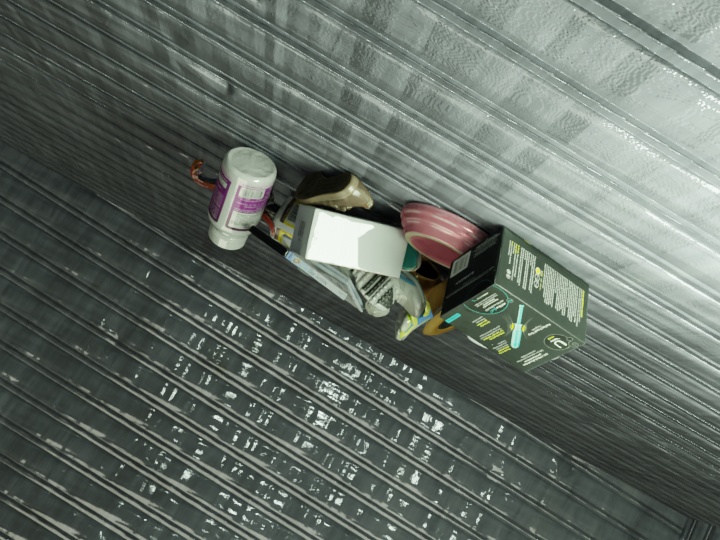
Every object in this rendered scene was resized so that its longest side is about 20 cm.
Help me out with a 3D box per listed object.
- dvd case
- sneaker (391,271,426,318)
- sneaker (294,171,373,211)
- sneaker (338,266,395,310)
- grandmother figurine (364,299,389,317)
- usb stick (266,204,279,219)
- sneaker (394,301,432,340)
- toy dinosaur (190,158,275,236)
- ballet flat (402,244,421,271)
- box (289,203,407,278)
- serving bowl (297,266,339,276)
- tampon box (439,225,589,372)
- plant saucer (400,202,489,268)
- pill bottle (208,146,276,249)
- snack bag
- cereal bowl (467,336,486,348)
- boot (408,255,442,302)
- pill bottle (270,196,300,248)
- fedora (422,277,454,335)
[{"bbox_3d":[-0.125,-0.015,1.535,0.142,0.018,0.200,34,177,46],"label":"dvd case"},{"bbox_3d":[0.069,0.027,1.666,0.201,0.080,0.077,54,151,19],"label":"sneaker"},{"bbox_3d":[-0.054,-0.139,1.450,0.075,0.071,0.199,41,163,-30],"label":"sneaker"},{"bbox_3d":[0.000,0.000,1.618,0.201,0.075,0.081,52,165,2],"label":"sneaker"},{"bbox_3d":[0.022,0.037,1.740,0.121,0.060,0.201,42,-167,-32],"label":"grandmother figurine"},{"bbox_3d":[-0.174,-0.121,1.932,0.198,0.033,0.055,28,168,1],"label":"usb stick"},{"bbox_3d":[0.158,0.109,1.862,0.104,0.076,0.201,16,132,-12],"label":"sneaker"},{"bbox_3d":[-0.278,-0.181,1.649,0.179,0.202,0.105,-2,154,-7],"label":"toy dinosaur"},{"bbox_3d":[0.061,-0.053,1.612,0.199,0.072,0.072,27,171,34],"label":"ballet flat"},{"bbox_3d":[-0.023,-0.058,1.491,0.198,0.099,0.124,12,-175,-20],"label":"box"},{"bbox_3d":[-0.058,-0.030,1.907,0.197,0.067,0.200,7,160,3],"label":"serving bowl"},{"bbox_3d":[0.262,0.052,1.286,0.199,0.127,0.150,32,141,-18],"label":"tampon box"},{"bbox_3d":[0.158,-0.052,1.394,0.199,0.051,0.201,27,170,5],"label":"plant saucer"},{"bbox_3d":[-0.251,-0.143,1.567,0.111,0.113,0.201,28,127,0],"label":"pill bottle"},{"bbox_3d":[-0.083,0.006,1.669,0.199,0.021,0.189,35,169,20],"label":"snack bag"},{"bbox_3d":[0.334,0.125,1.629,0.198,0.084,0.200,16,165,4],"label":"cereal bowl"},{"bbox_3d":[0.108,-0.004,1.727,0.200,0.071,0.145,30,159,26],"label":"boot"},{"bbox_3d":[-0.098,-0.080,1.737,0.198,0.110,0.109,28,169,3],"label":"pill bottle"},{"bbox_3d":[0.200,0.064,1.622,0.082,0.199,0.201,60,178,17],"label":"fedora"}]
